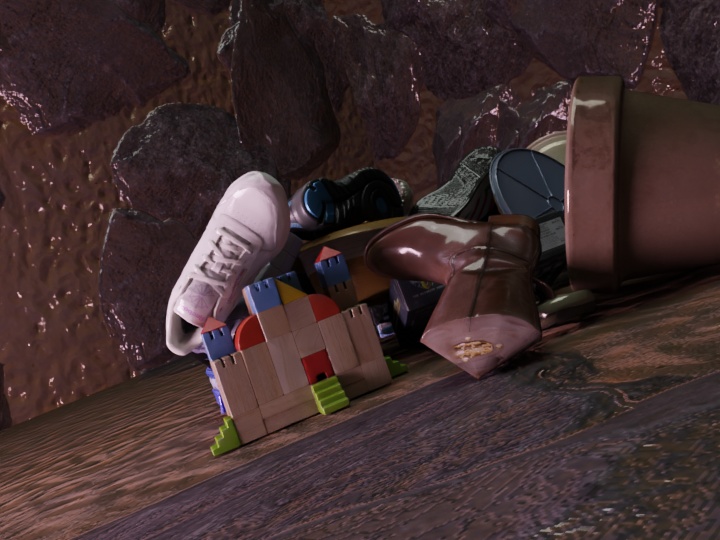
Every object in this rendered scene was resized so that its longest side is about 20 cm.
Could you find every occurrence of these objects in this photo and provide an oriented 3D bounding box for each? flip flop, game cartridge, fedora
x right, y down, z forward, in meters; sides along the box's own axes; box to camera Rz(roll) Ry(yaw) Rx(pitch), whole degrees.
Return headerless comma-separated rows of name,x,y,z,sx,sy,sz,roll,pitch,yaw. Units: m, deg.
flip flop,0.144,0.028,0.733,0.080,0.059,0.200,-20,0,-21
game cartridge,-0.134,0.028,0.864,0.199,0.038,0.131,-15,43,61
fedora,0.000,0.000,0.899,0.197,0.083,0.201,-14,-7,-2

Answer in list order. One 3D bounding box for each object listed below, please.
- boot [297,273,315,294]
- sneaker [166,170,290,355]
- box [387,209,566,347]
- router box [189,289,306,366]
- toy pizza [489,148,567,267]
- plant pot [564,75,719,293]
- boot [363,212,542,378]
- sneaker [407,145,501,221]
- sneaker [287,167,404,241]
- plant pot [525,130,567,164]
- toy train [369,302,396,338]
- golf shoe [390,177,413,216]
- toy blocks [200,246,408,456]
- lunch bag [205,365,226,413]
boot,-0.105,0.031,1.077,0.151,0.075,0.204,-8,-24,-10
sneaker,-0.127,0.001,0.735,0.201,0.074,0.100,-58,8,27
box,0.130,0.014,0.865,0.197,0.052,0.158,-20,-19,-5
router box,-0.129,0.088,1.037,0.155,0.053,0.200,-20,-23,5
toy pizza,0.246,-0.077,1.007,0.198,0.201,0.032,-20,-22,-43
plant pot,0.279,-0.078,0.692,0.171,0.204,0.200,1,9,22
boot,0.069,0.020,0.674,0.183,0.065,0.201,-11,28,21
sneaker,0.136,-0.063,1.041,0.083,0.122,0.200,17,51,41
sneaker,-0.024,-0.075,0.913,0.081,0.075,0.198,-22,-10,38
plant pot,0.328,-0.103,1.174,0.197,0.204,0.184,-19,11,10
toy train,0.099,0.031,1.033,0.197,0.088,0.114,-22,-9,21
golf shoe,0.046,-0.067,1.084,0.096,0.080,0.200,-5,-22,-23
toy blocks,-0.065,0.063,0.710,0.197,0.139,0.100,-20,1,-16
lunch bag,-0.092,0.106,0.852,0.158,0.077,0.200,-22,1,-19
